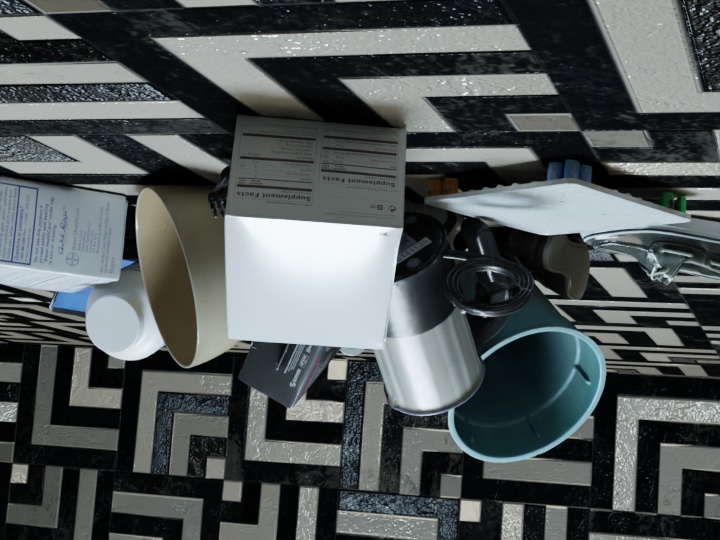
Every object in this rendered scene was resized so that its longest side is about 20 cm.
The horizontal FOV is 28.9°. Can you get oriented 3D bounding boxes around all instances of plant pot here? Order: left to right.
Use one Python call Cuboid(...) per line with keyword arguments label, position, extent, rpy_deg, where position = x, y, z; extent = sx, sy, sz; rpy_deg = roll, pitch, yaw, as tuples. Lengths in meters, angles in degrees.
Cuboid(label="plant pot", position=(-0.156, -0.006, 1.554), extent=(0.133, 0.203, 0.200), rpy_deg=(-14, 179, -23))
Cuboid(label="plant pot", position=(0.166, 0.088, 1.684), extent=(0.198, 0.202, 0.197), rpy_deg=(8, -147, -27))

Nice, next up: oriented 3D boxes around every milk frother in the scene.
Cuboid(label="milk frother", position=(0.094, 0.058, 1.455), extent=(0.178, 0.190, 0.201), rpy_deg=(-21, -144, -1))

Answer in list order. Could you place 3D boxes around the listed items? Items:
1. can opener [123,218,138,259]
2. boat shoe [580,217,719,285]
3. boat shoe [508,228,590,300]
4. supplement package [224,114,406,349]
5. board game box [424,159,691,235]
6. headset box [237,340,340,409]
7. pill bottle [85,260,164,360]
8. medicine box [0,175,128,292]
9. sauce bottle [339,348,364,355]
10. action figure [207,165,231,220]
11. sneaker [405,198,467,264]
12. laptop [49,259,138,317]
Cuboid(label="can opener", position=(-0.300, -0.048, 1.811), extent=(0.197, 0.054, 0.067), rpy_deg=(-1, -157, 29))
Cuboid(label="boat shoe", position=(0.337, -0.021, 1.525), extent=(0.197, 0.072, 0.072), rpy_deg=(5, 172, -1))
Cuboid(label="boat shoe", position=(0.230, -0.014, 1.682), extent=(0.056, 0.068, 0.200), rpy_deg=(18, 173, 25))
Cuboid(label="supplement package", position=(-0.043, -0.030, 1.275), extent=(0.153, 0.112, 0.201), rpy_deg=(4, 145, -2))
Cuboid(label="board game box", position=(0.199, -0.071, 1.416), extent=(0.198, 0.026, 0.198), rpy_deg=(12, 169, -42))
Cuboid(label="headset box", position=(-0.054, 0.049, 1.556), extent=(0.074, 0.150, 0.200), rpy_deg=(29, -155, 7))
Cuboid(label="pill bottle", position=(-0.275, 0.047, 1.753), extent=(0.109, 0.113, 0.200), rpy_deg=(2, -169, 12))
Cuboid(label="medicine box", position=(-0.402, -0.041, 1.659), extent=(0.198, 0.105, 0.181), rpy_deg=(9, 170, -29))
Cuboid(label="sauce bottle", position=(-0.018, 0.064, 1.770), extent=(0.064, 0.066, 0.200), rpy_deg=(5, -167, -5))
Cuboid(label="action figure", position=(-0.070, -0.050, 1.447), extent=(0.118, 0.104, 0.199), rpy_deg=(-14, 162, 30))
Cuboid(label="sneaker", position=(0.085, 0.002, 1.579), extent=(0.079, 0.074, 0.201), rpy_deg=(-5, 139, 0))
Cuboid(label="laptop", position=(-0.319, 0.015, 1.994), extent=(0.176, 0.105, 0.199), rpy_deg=(10, 170, -39))
